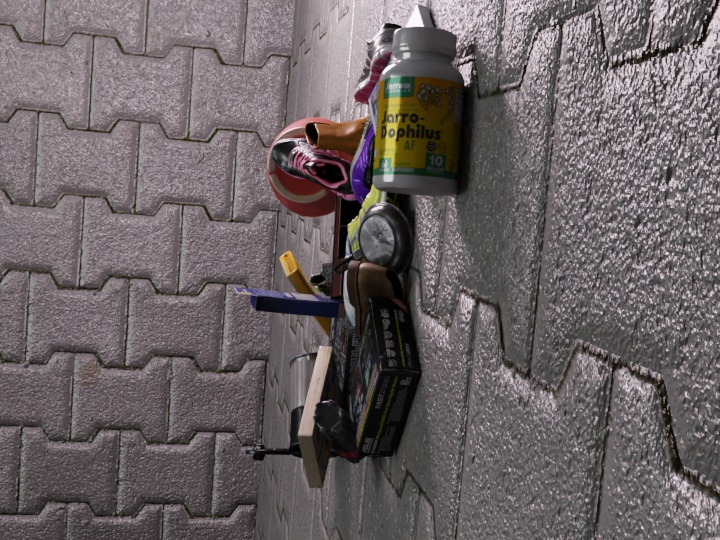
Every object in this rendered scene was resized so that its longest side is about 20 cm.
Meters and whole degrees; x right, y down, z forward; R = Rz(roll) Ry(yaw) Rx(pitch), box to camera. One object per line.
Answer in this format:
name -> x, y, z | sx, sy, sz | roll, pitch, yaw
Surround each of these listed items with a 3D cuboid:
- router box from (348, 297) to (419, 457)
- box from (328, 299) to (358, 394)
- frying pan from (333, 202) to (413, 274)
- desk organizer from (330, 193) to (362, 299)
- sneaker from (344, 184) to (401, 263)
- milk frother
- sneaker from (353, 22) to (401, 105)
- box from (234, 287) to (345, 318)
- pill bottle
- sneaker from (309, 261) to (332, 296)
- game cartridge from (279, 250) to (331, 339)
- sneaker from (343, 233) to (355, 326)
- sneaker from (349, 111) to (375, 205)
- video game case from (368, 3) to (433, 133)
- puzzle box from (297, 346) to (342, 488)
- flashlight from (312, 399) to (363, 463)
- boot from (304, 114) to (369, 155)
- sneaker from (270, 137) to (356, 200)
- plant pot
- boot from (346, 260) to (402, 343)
router box -> 0.033, 0.164, 1.441 | 0.151, 0.061, 0.202 | -97, 15, -48
box -> -0.021, 0.134, 1.775 | 0.200, 0.049, 0.160 | -148, 63, -78
frying pan -> 0.009, -0.048, 1.487 | 0.188, 0.031, 0.117 | 1, 100, 45
desk organizer -> -0.009, -0.048, 1.724 | 0.077, 0.071, 0.203 | 163, 111, -76
sneaker -> 0.017, -0.078, 1.525 | 0.075, 0.076, 0.203 | -33, -42, -60
milk frother -> -0.133, 0.288, 1.924 | 0.181, 0.197, 0.190 | 105, 166, -60
sneaker -> 0.037, -0.348, 1.589 | 0.200, 0.073, 0.089 | 122, 156, -69
box -> -0.135, 0.059, 1.745 | 0.121, 0.197, 0.033 | -158, 76, -78
pill bottle -> 0.077, -0.202, 1.206 | 0.113, 0.111, 0.203 | -174, 88, -79
sneaker -> -0.065, 0.021, 1.943 | 0.200, 0.087, 0.078 | 116, 156, -63
game cartridge -> -0.097, 0.063, 1.958 | 0.201, 0.032, 0.176 | 55, 180, -17
sneaker -> 0.000, 0.000, 1.648 | 0.072, 0.071, 0.203 | 154, 121, -66
sneaker -> 0.028, -0.171, 1.569 | 0.100, 0.069, 0.202 | -101, 18, -46
video game case -> 0.068, -0.274, 1.411 | 0.201, 0.023, 0.183 | -99, 31, -48
puzzle box -> -0.066, 0.246, 1.582 | 0.201, 0.025, 0.134 | -77, -16, -48
flashlight -> -0.031, 0.263, 1.547 | 0.200, 0.067, 0.069 | 60, -150, -60
boot -> -0.032, -0.256, 1.721 | 0.201, 0.142, 0.072 | -117, 33, -70
sneaker -> -0.084, -0.191, 1.690 | 0.095, 0.198, 0.080 | 0, -68, -68
plant pot -> -0.100, -0.203, 1.840 | 0.177, 0.197, 0.204 | -56, -28, -84
boot -> 0.031, 0.067, 1.490 | 0.201, 0.074, 0.074 | 77, -158, -47
